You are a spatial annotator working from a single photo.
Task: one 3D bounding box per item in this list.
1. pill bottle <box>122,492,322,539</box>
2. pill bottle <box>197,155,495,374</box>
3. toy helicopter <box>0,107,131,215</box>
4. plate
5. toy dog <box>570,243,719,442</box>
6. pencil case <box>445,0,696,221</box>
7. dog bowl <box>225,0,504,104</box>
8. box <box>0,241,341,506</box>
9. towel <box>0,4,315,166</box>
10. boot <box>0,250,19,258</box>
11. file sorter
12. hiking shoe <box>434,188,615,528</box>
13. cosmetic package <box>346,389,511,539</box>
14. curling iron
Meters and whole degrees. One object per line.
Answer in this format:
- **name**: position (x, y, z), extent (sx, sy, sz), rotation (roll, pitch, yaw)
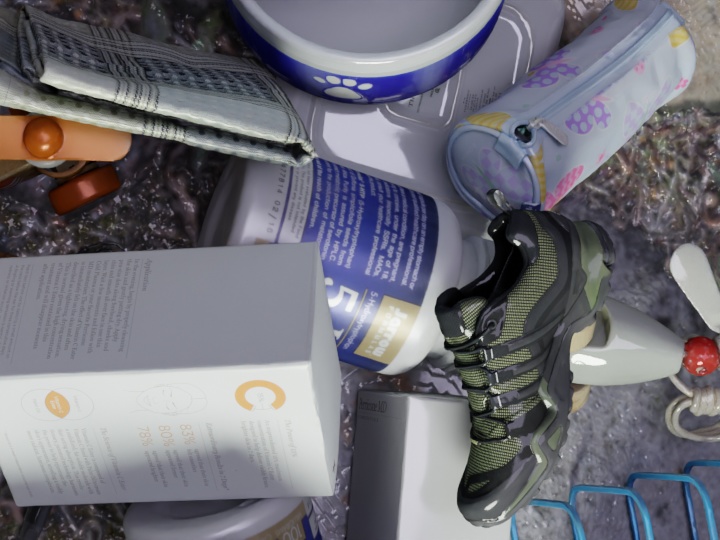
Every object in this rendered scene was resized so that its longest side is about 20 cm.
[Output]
- **pill bottle**: position (-0.069, 0.230, 1.086), extent (0.119, 0.120, 0.202), rotation (-20, 106, -16)
- **pill bottle**: position (0.000, 0.000, 1.112), extent (0.198, 0.120, 0.121), rotation (18, 83, -15)
- **toy helicopter**: position (-0.222, -0.060, 1.036), extent (0.199, 0.132, 0.079), rotation (-27, 96, -30)
- **plate**: position (0.040, -0.126, 1.183), extent (0.198, 0.032, 0.201), rotation (15, 83, -15)
- **toy dog**: position (0.195, 0.037, 1.193), extent (0.198, 0.132, 0.097), rotation (12, 46, -20)
- **pencil case**: position (0.145, -0.111, 1.158), extent (0.083, 0.091, 0.200), rotation (36, 54, 21)
- **dog bowl**: position (0.003, -0.214, 1.119), extent (0.198, 0.079, 0.202), rotation (0, 74, -1)
- **box**: position (-0.117, 0.063, 1.016), extent (0.198, 0.125, 0.098), rotation (-2, 47, 6)
- **towel**: position (-0.136, -0.123, 1.052), extent (0.198, 0.193, 0.035), rotation (10, 109, -16)
- **boot**: position (-0.280, 0.032, 1.069), extent (0.198, 0.075, 0.108), rotation (4, 94, -11)
- **file sorter**: position (0.218, 0.199, 1.169), extent (0.198, 0.139, 0.124), rotation (-9, 88, -16)
- **hiking shoe**: position (0.081, 0.054, 1.050), extent (0.100, 0.076, 0.202), rotation (19, 85, -21)
- **cosmetic package**: position (0.044, 0.182, 1.133), extent (0.084, 0.108, 0.202), rotation (5, 86, -18)
- **curling iron**: position (-0.190, 0.078, 1.114), extent (0.049, 0.026, 0.202), rotation (13, 89, 6)
